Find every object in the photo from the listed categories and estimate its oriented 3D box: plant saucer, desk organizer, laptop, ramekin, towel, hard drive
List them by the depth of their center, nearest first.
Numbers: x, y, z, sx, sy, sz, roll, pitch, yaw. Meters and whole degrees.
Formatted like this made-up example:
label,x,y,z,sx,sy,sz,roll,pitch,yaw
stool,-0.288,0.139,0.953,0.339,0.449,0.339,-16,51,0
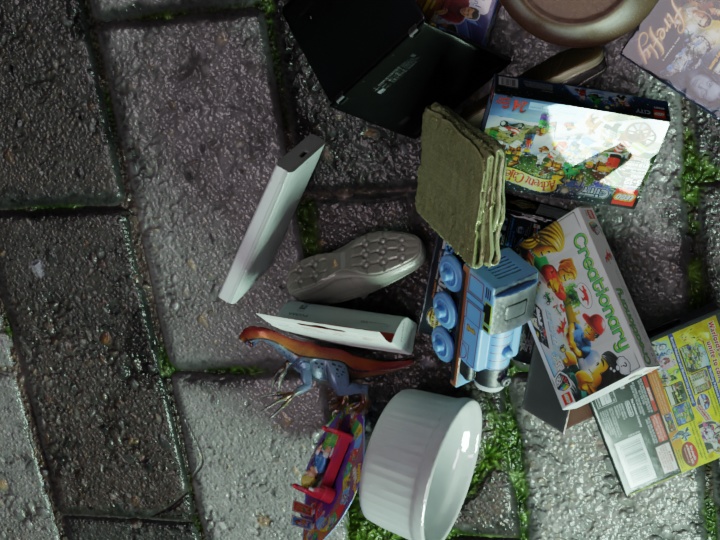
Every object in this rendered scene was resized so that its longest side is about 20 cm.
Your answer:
label,x,y,z,sx,sy,sz,roll,pitch,yaw
plant saucer,0.234,-0.338,1.398,0.199,0.037,0.201,6,112,15
towel,0.114,-0.099,1.462,0.036,0.200,0.149,-4,114,-21
laptop,0.038,-0.273,1.501,0.199,0.116,0.187,18,146,-30
desk organizer,0.263,0.088,1.573,0.072,0.077,0.201,30,123,39
hard drive,-0.111,-0.066,1.622,0.026,0.132,0.201,29,118,5
ramekin,0.076,0.249,1.657,0.097,0.200,0.201,16,117,21

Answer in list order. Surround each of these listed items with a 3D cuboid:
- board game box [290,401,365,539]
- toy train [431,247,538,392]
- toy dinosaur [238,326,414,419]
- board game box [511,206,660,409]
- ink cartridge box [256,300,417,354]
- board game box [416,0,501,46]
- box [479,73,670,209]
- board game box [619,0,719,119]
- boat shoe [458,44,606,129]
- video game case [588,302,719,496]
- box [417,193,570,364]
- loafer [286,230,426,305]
label,x,y,z,sx,sy,sz,roll,pitch,yaw
board game box,-0.050,0.259,1.700,0.039,0.200,0.158,25,125,-19
toy train,0.144,0.057,1.525,0.114,0.086,0.201,45,142,43
toy dinosaur,-0.065,0.115,1.681,0.200,0.105,0.182,-42,115,-14
board game box,0.250,0.044,1.480,0.126,0.035,0.201,-35,68,39
ink cartridge box,-0.026,0.062,1.613,0.159,0.200,0.048,8,80,15
board game box,0.098,-0.328,1.491,0.135,0.034,0.201,23,118,9
box,0.234,-0.144,1.464,0.199,0.038,0.137,8,135,-2
board game box,0.395,-0.284,1.404,0.135,0.035,0.200,34,119,4
boat shoe,0.203,-0.194,1.496,0.200,0.072,0.066,-26,111,28
video game case,0.370,0.158,1.550,0.180,0.026,0.201,-23,115,3
box,0.166,0.005,1.602,0.158,0.046,0.201,15,116,13
loafer,0.000,0.000,1.653,0.199,0.070,0.070,-14,149,29
